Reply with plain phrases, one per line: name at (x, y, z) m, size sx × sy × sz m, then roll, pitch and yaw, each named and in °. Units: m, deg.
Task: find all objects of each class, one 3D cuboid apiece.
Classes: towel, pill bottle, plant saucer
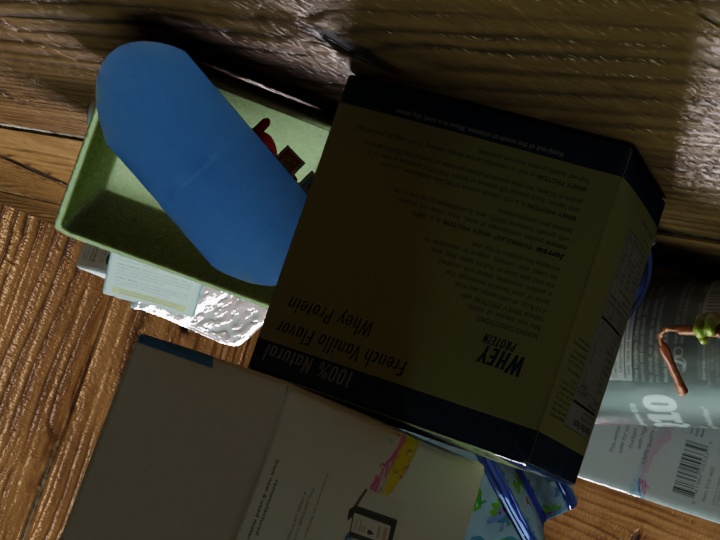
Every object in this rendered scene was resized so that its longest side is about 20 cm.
towel at (-0.094, -0.014, 1.480) m, size 0.191 × 0.200 × 0.032 m, roll 23°, pitch -149°, yaw -58°
pill bottle at (0.223, 0.064, 1.283) m, size 0.198 × 0.115 × 0.114 m, roll 0°, pitch 165°, yaw 28°
plant saucer at (-0.108, -0.076, 1.228) m, size 0.198 × 0.048 × 0.201 m, roll 20°, pitch 135°, yaw -10°

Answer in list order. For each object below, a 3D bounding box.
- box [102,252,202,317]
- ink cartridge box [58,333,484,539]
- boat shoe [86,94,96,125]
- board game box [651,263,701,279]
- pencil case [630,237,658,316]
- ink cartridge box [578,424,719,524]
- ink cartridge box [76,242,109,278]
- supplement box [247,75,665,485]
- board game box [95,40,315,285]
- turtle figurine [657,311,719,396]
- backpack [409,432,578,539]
box at (-0.151, -0.055, 1.324) m, size 0.081 × 0.049 × 0.201 m, roll 15°, pitch 133°, yaw -6°
ink cartridge box at (-0.050, 0.148, 1.022) m, size 0.146 × 0.146 × 0.199 m, roll 13°, pitch 170°, yaw 43°
boat shoe at (-0.164, -0.103, 1.399) m, size 0.066 × 0.074 × 0.199 m, roll 12°, pitch 171°, yaw 44°
board game box at (0.264, 0.027, 1.398) m, size 0.198 × 0.037 × 0.151 m, roll 19°, pitch 175°, yaw 8°
pencil case at (0.134, -0.012, 1.258) m, size 0.078 × 0.088 × 0.199 m, roll -25°, pitch -159°, yaw -29°
ink cartridge box at (0.269, 0.124, 1.372) m, size 0.199 × 0.147 × 0.083 m, roll 15°, pitch 176°, yaw 39°
ink cartridge box at (-0.182, -0.046, 1.638) m, size 0.083 × 0.146 × 0.199 m, roll 24°, pitch 172°, yaw -39°
supplement box at (0.066, 0.009, 1.064) m, size 0.198 × 0.202 × 0.134 m, roll 16°, pitch 173°, yaw 23°
board game box at (-0.097, -0.080, 1.138) m, size 0.200 × 0.039 × 0.158 m, roll 49°, pitch 147°, yaw -6°
turtle figurine at (0.320, 0.061, 1.141) m, size 0.199 × 0.065 × 0.161 m, roll 35°, pitch 138°, yaw -15°
backpack at (0.107, 0.180, 1.482) m, size 0.184 × 0.146 × 0.200 m, roll 60°, pitch -173°, yaw -20°
